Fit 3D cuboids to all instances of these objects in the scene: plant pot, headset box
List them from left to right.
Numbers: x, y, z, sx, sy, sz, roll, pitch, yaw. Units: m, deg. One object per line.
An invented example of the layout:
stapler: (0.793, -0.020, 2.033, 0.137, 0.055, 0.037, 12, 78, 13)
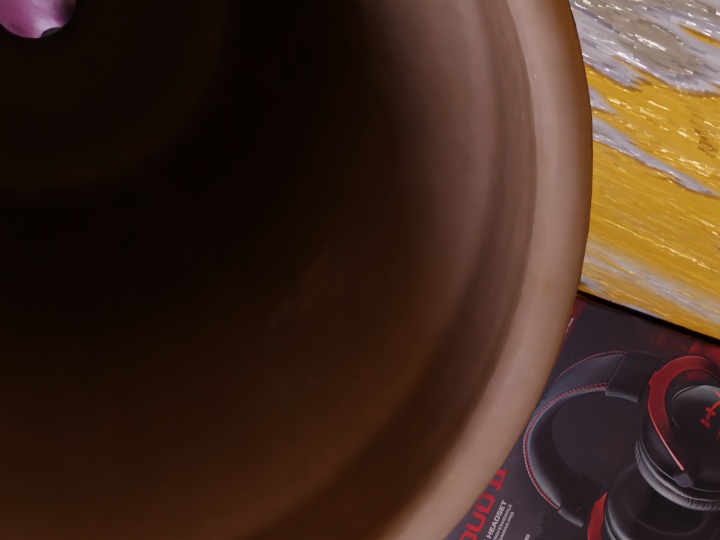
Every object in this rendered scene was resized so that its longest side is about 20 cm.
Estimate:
plant pot: (-0.067, -0.035, 0.555, 0.199, 0.201, 0.175, 27, -168, -14)
headset box: (0.124, 0.104, 1.161, 0.200, 0.149, 0.075, 21, 173, 46)

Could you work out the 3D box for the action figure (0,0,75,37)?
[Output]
action figure: (-0.149, -0.074, 0.934, 0.200, 0.133, 0.149, -121, 10, -52)
